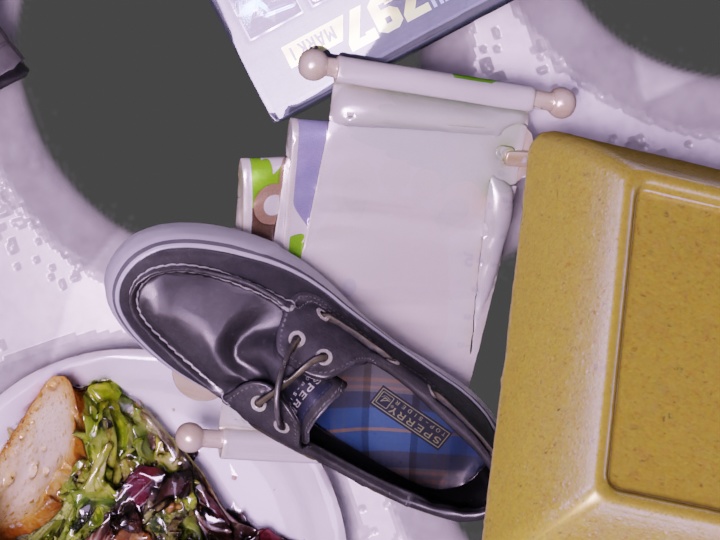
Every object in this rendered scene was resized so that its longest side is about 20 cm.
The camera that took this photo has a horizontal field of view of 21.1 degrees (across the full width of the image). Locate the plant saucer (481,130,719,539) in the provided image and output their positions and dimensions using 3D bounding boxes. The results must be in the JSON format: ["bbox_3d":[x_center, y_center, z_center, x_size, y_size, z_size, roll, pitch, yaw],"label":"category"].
[{"bbox_3d":[0.160,0.044,0.797,0.198,0.048,0.201,12,69,-9],"label":"plant saucer"}]

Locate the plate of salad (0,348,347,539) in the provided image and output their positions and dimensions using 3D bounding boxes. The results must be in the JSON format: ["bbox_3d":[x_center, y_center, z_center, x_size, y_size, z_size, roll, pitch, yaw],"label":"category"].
[{"bbox_3d":[-0.105,0.137,0.889,0.198,0.048,0.202,0,97,4],"label":"plate of salad"}]

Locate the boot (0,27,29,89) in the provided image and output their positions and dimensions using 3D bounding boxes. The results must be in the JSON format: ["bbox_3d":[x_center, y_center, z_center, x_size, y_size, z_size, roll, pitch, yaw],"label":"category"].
[{"bbox_3d":[-0.174,-0.142,0.854,0.199,0.070,0.132,-22,97,20],"label":"boot"}]

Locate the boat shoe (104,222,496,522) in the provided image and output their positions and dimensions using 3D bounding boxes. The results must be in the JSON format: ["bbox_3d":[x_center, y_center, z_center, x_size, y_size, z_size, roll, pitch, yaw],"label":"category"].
[{"bbox_3d":[-0.018,0.050,0.819,0.199,0.066,0.070,35,101,-21],"label":"boat shoe"}]

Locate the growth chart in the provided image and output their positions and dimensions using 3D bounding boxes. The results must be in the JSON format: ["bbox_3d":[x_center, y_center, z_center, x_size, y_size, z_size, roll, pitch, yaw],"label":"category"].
[{"bbox_3d":[0.000,0.000,0.849,0.144,0.018,0.201,13,107,-16],"label":"growth chart"}]

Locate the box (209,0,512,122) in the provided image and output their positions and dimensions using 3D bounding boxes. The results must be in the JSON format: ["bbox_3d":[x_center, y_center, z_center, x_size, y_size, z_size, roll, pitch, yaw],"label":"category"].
[{"bbox_3d":[0.014,-0.178,0.838,0.199,0.051,0.159,-28,95,7],"label":"box"}]
